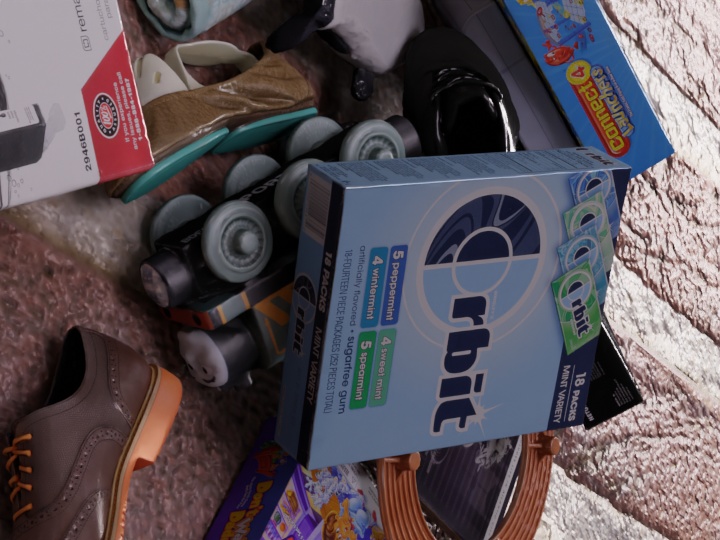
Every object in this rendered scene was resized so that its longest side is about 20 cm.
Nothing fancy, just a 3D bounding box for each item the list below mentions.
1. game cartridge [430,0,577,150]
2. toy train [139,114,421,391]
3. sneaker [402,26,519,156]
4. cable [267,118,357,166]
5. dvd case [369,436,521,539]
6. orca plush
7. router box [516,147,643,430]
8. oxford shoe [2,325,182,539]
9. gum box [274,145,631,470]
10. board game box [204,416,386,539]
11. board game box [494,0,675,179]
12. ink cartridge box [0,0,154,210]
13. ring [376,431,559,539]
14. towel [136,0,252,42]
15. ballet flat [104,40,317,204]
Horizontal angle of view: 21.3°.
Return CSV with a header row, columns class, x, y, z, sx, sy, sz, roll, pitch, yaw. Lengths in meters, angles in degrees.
class,x,y,z,sx,sy,sz,roll,pitch,yaw
game cartridge,0.114,-0.119,1.361,0.200,0.041,0.133,57,0,-29
toy train,-0.034,-0.013,1.114,0.200,0.085,0.114,-33,113,-30
sneaker,0.068,-0.095,1.199,0.091,0.076,0.201,79,-3,-47
cable,0.000,0.000,1.220,0.163,0.051,0.201,6,78,-54
dvd case,0.070,0.093,1.267,0.200,0.016,0.149,49,57,-54
orca plush,-0.021,-0.163,1.223,0.200,0.071,0.106,-35,139,-62
router box,0.122,-0.007,1.338,0.200,0.051,0.149,58,9,-29
oxford shoe,-0.158,0.115,0.968,0.073,0.071,0.200,39,43,-21
gum box,0.054,0.018,1.107,0.199,0.045,0.171,-6,115,-31
board game box,-0.016,0.204,1.154,0.200,0.045,0.135,57,41,-30
board game box,0.127,-0.182,1.345,0.196,0.056,0.200,56,4,-30
ink cartridge box,-0.205,-0.096,0.921,0.200,0.083,0.145,-21,101,-54
ring,0.075,0.116,1.220,0.200,0.019,0.202,-3,94,-54
towel,-0.100,-0.255,1.140,0.171,0.048,0.201,-42,117,-50
ballet flat,-0.097,-0.095,1.102,0.073,0.068,0.200,57,36,2
